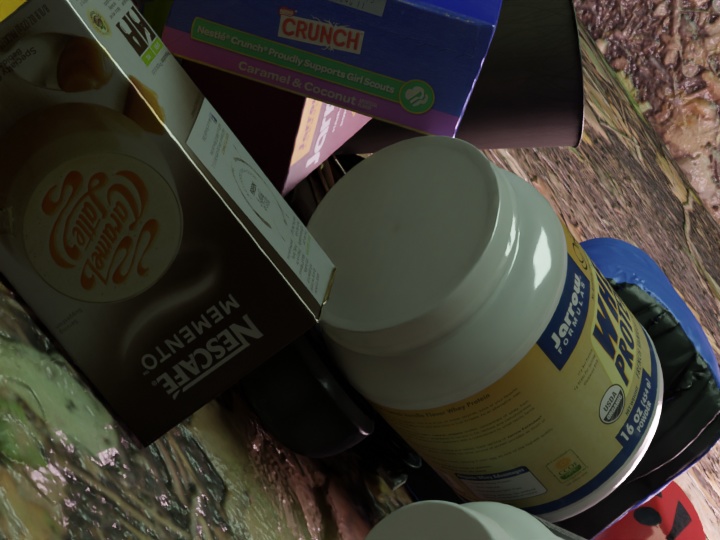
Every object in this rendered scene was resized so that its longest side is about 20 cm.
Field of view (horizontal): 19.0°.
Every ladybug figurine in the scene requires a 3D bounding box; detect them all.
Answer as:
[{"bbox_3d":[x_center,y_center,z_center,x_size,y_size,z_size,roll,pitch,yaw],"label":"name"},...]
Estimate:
[{"bbox_3d":[0.209,0.202,1.590,0.136,0.072,0.200,55,16,-1],"label":"ladybug figurine"}]

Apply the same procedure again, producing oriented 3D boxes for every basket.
[{"bbox_3d":[0.049,-0.149,1.547,0.181,0.198,0.137,-98,-177,-68],"label":"basket"}]

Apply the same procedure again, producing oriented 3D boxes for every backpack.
[{"bbox_3d":[0.124,0.072,1.366,0.163,0.199,0.168,50,16,-14],"label":"backpack"}]

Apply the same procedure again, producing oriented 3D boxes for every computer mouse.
[{"bbox_3d":[-0.029,0.070,1.210,0.139,0.053,0.200,55,3,7],"label":"computer mouse"}]

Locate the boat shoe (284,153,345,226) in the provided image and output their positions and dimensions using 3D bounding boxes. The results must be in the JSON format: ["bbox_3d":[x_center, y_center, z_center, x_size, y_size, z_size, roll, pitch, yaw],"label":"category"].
[{"bbox_3d":[0.000,0.000,1.321,0.200,0.070,0.070,55,-1,34],"label":"boat shoe"}]

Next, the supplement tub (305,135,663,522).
[{"bbox_3d":[0.066,0.033,1.171,0.200,0.144,0.145,47,16,-44],"label":"supplement tub"}]

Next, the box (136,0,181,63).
[{"bbox_3d":[-0.112,-0.227,1.420,0.047,0.123,0.201,11,34,-19],"label":"box"}]

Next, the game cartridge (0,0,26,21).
[{"bbox_3d":[-0.192,-0.127,1.159,0.201,0.032,0.176,57,15,-4],"label":"game cartridge"}]

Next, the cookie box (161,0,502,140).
[{"bbox_3d":[-0.007,-0.162,1.209,0.170,0.076,0.200,18,26,0],"label":"cookie box"}]

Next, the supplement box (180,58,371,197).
[{"bbox_3d":[-0.039,-0.136,1.346,0.085,0.111,0.200,23,28,12],"label":"supplement box"}]

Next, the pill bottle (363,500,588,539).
[{"bbox_3d":[0.079,0.188,1.151,0.200,0.116,0.117,30,29,-56],"label":"pill bottle"}]

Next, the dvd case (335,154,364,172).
[{"bbox_3d":[0.077,-0.031,1.585,0.199,0.018,0.143,27,-6,38],"label":"dvd case"}]

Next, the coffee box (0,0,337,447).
[{"bbox_3d":[-0.116,-0.034,1.032,0.200,0.114,0.080,51,16,-12],"label":"coffee box"}]
